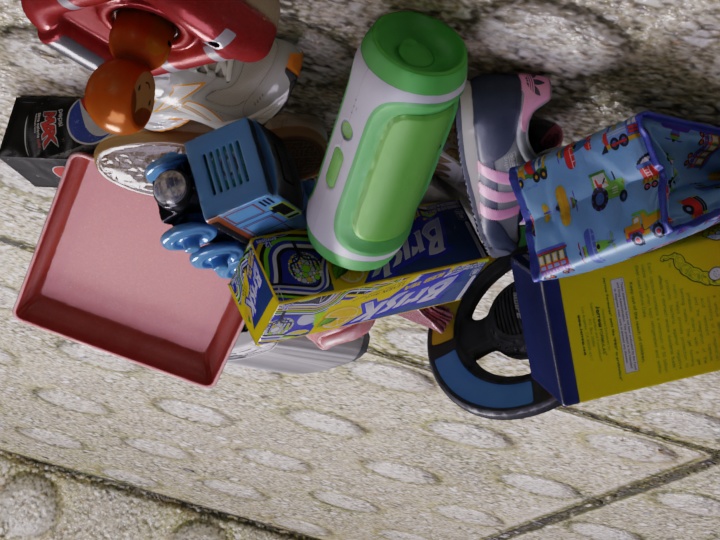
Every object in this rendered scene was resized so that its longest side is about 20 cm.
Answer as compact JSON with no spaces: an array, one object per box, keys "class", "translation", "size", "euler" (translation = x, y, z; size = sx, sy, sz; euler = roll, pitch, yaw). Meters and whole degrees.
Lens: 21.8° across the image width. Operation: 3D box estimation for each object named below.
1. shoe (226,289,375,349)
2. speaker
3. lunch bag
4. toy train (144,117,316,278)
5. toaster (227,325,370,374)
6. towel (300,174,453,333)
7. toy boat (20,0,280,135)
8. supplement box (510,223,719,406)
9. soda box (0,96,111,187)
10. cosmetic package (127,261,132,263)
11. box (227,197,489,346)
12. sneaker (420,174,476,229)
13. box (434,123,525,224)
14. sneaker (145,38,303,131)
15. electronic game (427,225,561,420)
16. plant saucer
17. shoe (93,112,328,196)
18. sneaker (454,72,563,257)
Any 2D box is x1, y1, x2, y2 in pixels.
[{"class":"shoe","translation":[-0.070,0.028,1.731],"size":[0.200,0.072,0.091],"euler":[-8,125,51]},{"class":"speaker","translation":[0.018,-0.095,1.405],"size":[0.088,0.089,0.200],"euler":[15,133,-5]},{"class":"lunch bag","translation":[0.240,-0.059,1.420],"size":[0.199,0.095,0.150],"euler":[-6,170,-38]},{"class":"toy train","translation":[-0.091,-0.052,1.500],"size":[0.114,0.087,0.200],"euler":[-20,161,15]},{"class":"toaster","translation":[-0.091,0.045,1.938],"size":[0.129,0.114,0.200],"euler":[10,167,-37]},{"class":"towel","translation":[-0.013,-0.025,1.677],"size":[0.200,0.023,0.144],"euler":[45,170,-24]},{"class":"toy boat","translation":[-0.150,-0.154,1.279],"size":[0.199,0.131,0.130],"euler":[-5,155,45]},{"class":"supplement box","translation":[0.236,0.026,1.514],"size":[0.199,0.110,0.109],"euler":[-12,-169,-7]},{"class":"soda box","translation":[-0.223,-0.112,1.682],"size":[0.199,0.064,0.071],"euler":[4,158,27]},{"class":"cosmetic package","translation":[-0.191,-0.031,1.811],"size":[0.107,0.085,0.200],"euler":[-18,168,-11]},{"class":"box","translation":[0.000,0.000,1.516],"size":[0.199,0.064,0.070],"euler":[-13,153,-29]},{"class":"sneaker","translation":[0.040,-0.054,1.600],"size":[0.082,0.074,0.200],"euler":[-37,144,11]},{"class":"box","translation":[0.084,-0.094,1.549],"size":[0.039,0.042,0.200],"euler":[-4,154,42]},{"class":"sneaker","translation":[-0.136,-0.158,1.475],"size":[0.199,0.076,0.092],"euler":[-4,151,40]},{"class":"electronic game","translation":[0.147,0.040,1.646],"size":[0.199,0.201,0.042],"euler":[0,149,36]},{"class":"plant saucer","translation":[-0.190,-0.005,1.675],"size":[0.199,0.037,0.200],"euler":[20,126,-9]},{"class":"shoe","translation":[-0.124,-0.104,1.581],"size":[0.199,0.054,0.070],"euler":[-2,135,2]},{"class":"sneaker","translation":[0.123,-0.079,1.474],"size":[0.082,0.070,0.200],"euler":[-10,146,6]}]
